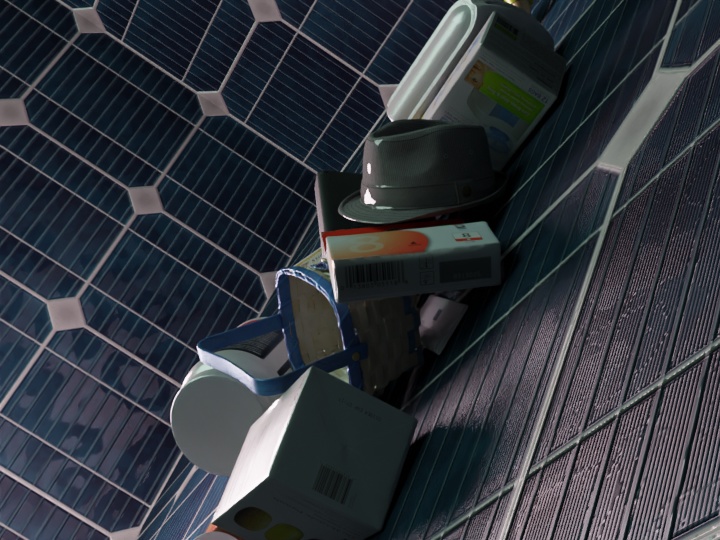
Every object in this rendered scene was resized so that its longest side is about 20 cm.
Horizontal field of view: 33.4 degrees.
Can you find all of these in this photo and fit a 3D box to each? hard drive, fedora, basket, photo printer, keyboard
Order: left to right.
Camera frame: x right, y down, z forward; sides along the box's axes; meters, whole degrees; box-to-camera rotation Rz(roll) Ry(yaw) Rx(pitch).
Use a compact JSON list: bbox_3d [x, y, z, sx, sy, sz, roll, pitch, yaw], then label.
[{"bbox_3d":[-0.051,0.068,1.224,0.199,0.141,0.176,-24,22,-26],"label":"basket"},{"bbox_3d":[0.022,-0.052,1.391,0.201,0.138,0.033,-99,17,-56],"label":"hard drive"},{"bbox_3d":[0.069,-0.120,1.338,0.177,0.198,0.091,-149,50,-65],"label":"fedora"},{"bbox_3d":[0.079,0.055,1.274,0.056,0.011,0.200,-53,7,-2],"label":"keyboard"},{"bbox_3d":[0.148,-0.255,1.551,0.201,0.165,0.070,-55,45,26],"label":"photo printer"}]

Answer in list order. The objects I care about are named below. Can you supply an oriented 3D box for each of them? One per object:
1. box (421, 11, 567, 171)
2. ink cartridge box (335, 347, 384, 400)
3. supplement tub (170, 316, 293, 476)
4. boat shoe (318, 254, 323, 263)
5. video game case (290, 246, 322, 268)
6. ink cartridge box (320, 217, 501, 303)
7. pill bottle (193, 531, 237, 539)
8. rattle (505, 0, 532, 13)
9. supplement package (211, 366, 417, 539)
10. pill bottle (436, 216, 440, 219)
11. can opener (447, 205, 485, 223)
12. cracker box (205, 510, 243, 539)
[{"bbox_3d":[0.144,-0.186,1.438,0.200,0.112,0.102,-53,7,36],"label":"box"},{"bbox_3d":[-0.031,0.161,1.328,0.116,0.067,0.201,-53,8,35],"label":"ink cartridge box"},{"bbox_3d":[-0.134,0.149,1.442,0.141,0.140,0.200,-55,-3,21],"label":"supplement tub"},{"bbox_3d":[-0.017,0.000,1.406,0.201,0.065,0.074,-71,7,-57],"label":"boat shoe"},{"bbox_3d":[0.000,0.000,1.472,0.199,0.023,0.182,-35,31,4],"label":"video game case"},{"bbox_3d":[0.044,-0.032,1.192,0.200,0.160,0.051,-106,11,-66],"label":"ink cartridge box"},{"bbox_3d":[-0.197,0.378,1.359,0.200,0.112,0.113,-51,9,43],"label":"pill bottle"},{"bbox_3d":[0.248,-0.426,1.921,0.143,0.130,0.201,-49,-24,-24],"label":"rattle"},{"bbox_3d":[-0.047,0.188,1.104,0.200,0.113,0.110,-48,17,59],"label":"supplement package"},{"bbox_3d":[0.068,-0.117,1.681,0.113,0.112,0.200,-55,7,21],"label":"pill bottle"},{"bbox_3d":[0.102,-0.039,1.314,0.053,0.066,0.200,-53,3,26],"label":"can opener"},{"bbox_3d":[-0.124,0.265,1.568,0.134,0.057,0.201,-49,10,48],"label":"cracker box"}]
